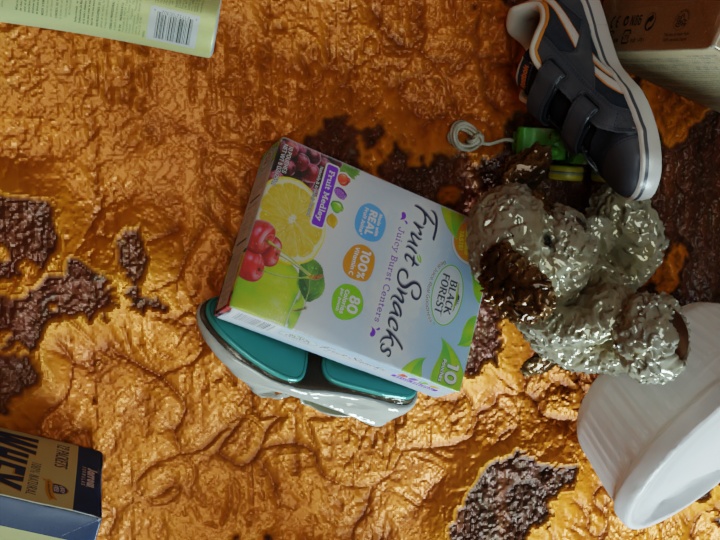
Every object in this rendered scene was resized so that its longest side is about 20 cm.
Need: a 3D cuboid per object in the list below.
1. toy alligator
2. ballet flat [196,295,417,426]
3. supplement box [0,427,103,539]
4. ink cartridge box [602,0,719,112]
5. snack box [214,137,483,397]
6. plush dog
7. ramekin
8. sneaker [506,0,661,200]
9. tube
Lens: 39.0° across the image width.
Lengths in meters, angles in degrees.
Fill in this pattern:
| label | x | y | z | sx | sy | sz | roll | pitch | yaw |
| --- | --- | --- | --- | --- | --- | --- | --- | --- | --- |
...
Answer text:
| label | x | y | z | sx | sy | sz | roll | pitch | yaw |
| --- | --- | --- | --- | --- | --- | --- | --- | --- | --- |
| toy alligator | 0.174 | -0.106 | 0.856 | 0.197 | 0.054 | 0.060 | 2 | 99 | -15 |
| ballet flat | -0.049 | 0.084 | 0.827 | 0.197 | 0.069 | 0.070 | 21 | 94 | -17 |
| supplement box | -0.309 | 0.225 | 0.742 | 0.197 | 0.134 | 0.203 | 17 | 95 | -17 |
| ink cartridge box | 0.297 | -0.177 | 0.800 | 0.162 | 0.200 | 0.076 | 18 | 96 | -17 |
| snack box | 0.000 | 0.000 | 0.806 | 0.198 | 0.053 | 0.144 | 22 | 72 | -17 |
| plush dog | 0.148 | 0.000 | 0.800 | 0.160 | 0.202 | 0.171 | -32 | 121 | 30 |
| ramekin | 0.271 | 0.116 | 0.858 | 0.200 | 0.094 | 0.204 | -27 | 145 | -20 |
| sneaker | 0.169 | -0.136 | 0.802 | 0.078 | 0.079 | 0.202 | -8 | 57 | -10 |
| tube | -0.202 | -0.205 | 0.747 | 0.197 | 0.052 | 0.059 | 10 | 56 | -13 |
